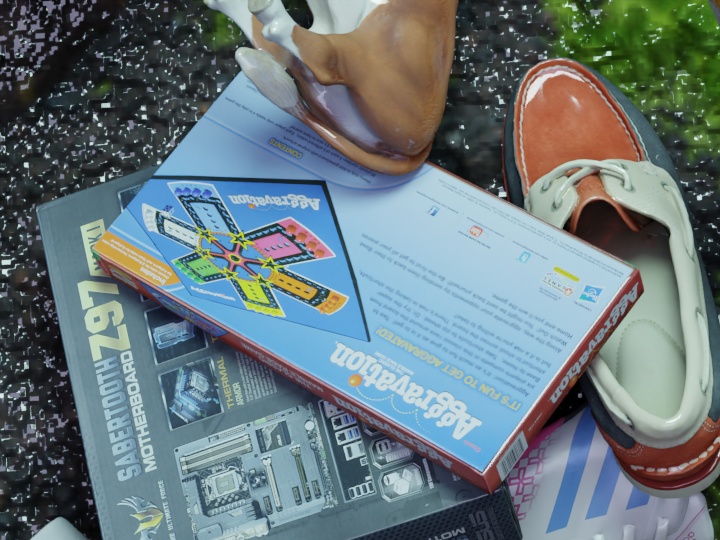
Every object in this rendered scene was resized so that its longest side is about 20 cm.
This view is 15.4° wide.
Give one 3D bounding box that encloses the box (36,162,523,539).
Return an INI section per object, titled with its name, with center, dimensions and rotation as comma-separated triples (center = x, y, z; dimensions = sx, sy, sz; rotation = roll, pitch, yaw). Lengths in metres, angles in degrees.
[box]
center = -0.036, 0.039, 1.060
dimensions = 0.157, 0.051, 0.201
rotation = -18, 56, 2

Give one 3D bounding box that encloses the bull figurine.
[bull figurine]
center = 0.002, -0.138, 1.050
dimensions = 0.065, 0.121, 0.201
rotation = -26, 50, 42

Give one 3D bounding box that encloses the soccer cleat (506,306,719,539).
[soccer cleat]
center = 0.091, 0.098, 1.082
dimensions = 0.200, 0.070, 0.087
rotation = -38, 78, 2

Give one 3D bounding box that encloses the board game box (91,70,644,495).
[board game box]
center = 0.000, 0.000, 1.032
dimensions = 0.199, 0.019, 0.103
rotation = 29, 68, 29

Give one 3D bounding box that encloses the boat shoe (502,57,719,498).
[boat shoe]
center = 0.099, -0.008, 1.055
dimensions = 0.071, 0.063, 0.201
rotation = -18, 60, 6

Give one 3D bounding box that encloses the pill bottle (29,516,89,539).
[pill bottle]
center = -0.077, 0.198, 1.076
dimensions = 0.200, 0.113, 0.113
rotation = 43, 93, 4

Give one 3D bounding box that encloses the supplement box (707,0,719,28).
[supplement box]
center = 0.217, -0.074, 1.010
dimensions = 0.126, 0.200, 0.074
rotation = -33, 55, 4
